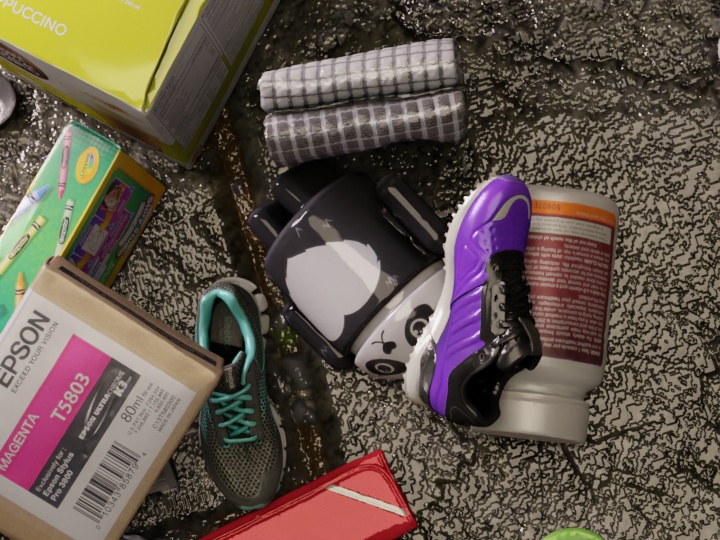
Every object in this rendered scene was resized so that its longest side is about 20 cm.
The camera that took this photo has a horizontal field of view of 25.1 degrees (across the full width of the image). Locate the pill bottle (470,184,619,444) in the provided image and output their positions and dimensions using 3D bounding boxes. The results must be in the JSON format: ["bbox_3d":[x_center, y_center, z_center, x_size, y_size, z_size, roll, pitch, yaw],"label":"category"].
[{"bbox_3d":[0.148,0.038,1.335,0.114,0.114,0.201,6,82,6],"label":"pill bottle"}]

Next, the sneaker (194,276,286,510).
[{"bbox_3d":[-0.110,0.101,1.359,0.077,0.091,0.201,-11,81,4],"label":"sneaker"}]

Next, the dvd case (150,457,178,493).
[{"bbox_3d":[-0.269,0.144,1.355,0.199,0.025,0.151,-15,121,1],"label":"dvd case"}]

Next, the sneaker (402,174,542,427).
[{"bbox_3d":[0.108,0.030,1.249,0.099,0.069,0.201,31,111,45],"label":"sneaker"}]

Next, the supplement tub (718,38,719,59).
[{"bbox_3d":[0.386,-0.255,1.343,0.144,0.145,0.201,12,82,7],"label":"supplement tub"}]

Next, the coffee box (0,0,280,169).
[{"bbox_3d":[-0.198,-0.235,1.362,0.199,0.198,0.201,27,85,8],"label":"coffee box"}]

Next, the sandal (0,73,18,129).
[{"bbox_3d":[-0.397,-0.113,1.438,0.200,0.045,0.075,-37,81,-1],"label":"sandal"}]

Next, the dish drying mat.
[{"bbox_3d":[-0.055,0.229,1.372,0.199,0.018,0.077,-27,81,0],"label":"dish drying mat"}]

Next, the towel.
[{"bbox_3d":[0.007,-0.134,1.335,0.165,0.200,0.086,-10,94,5],"label":"towel"}]

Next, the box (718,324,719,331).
[{"bbox_3d":[0.424,0.078,1.311,0.199,0.104,0.183,-25,79,1],"label":"box"}]

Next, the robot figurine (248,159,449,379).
[{"bbox_3d":[0.000,0.000,1.347,0.125,0.150,0.200,-42,80,-15],"label":"robot figurine"}]

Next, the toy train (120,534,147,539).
[{"bbox_3d":[-0.193,0.324,1.339,0.114,0.085,0.201,20,86,2],"label":"toy train"}]

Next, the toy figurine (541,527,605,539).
[{"bbox_3d":[0.152,0.298,1.261,0.150,0.184,0.201,22,83,7],"label":"toy figurine"}]

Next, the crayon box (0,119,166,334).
[{"bbox_3d":[-0.252,-0.014,1.372,0.058,0.119,0.201,27,84,16],"label":"crayon box"}]

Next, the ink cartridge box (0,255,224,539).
[{"bbox_3d":[-0.226,0.116,1.271,0.164,0.075,0.200,31,93,-7],"label":"ink cartridge box"}]
